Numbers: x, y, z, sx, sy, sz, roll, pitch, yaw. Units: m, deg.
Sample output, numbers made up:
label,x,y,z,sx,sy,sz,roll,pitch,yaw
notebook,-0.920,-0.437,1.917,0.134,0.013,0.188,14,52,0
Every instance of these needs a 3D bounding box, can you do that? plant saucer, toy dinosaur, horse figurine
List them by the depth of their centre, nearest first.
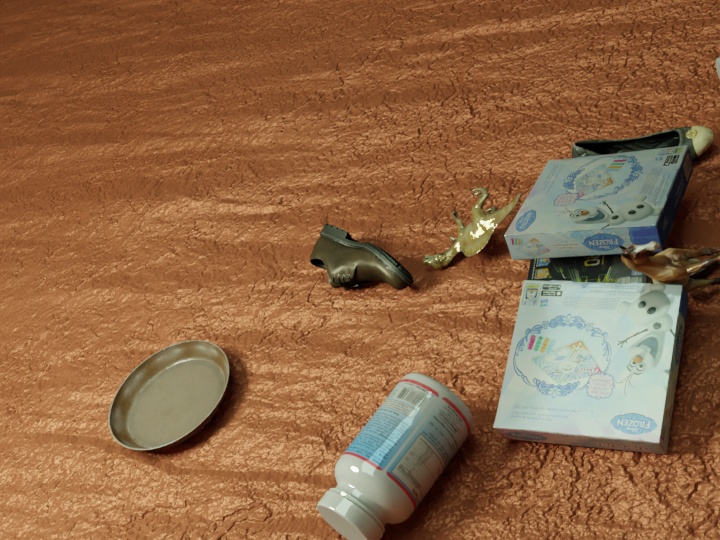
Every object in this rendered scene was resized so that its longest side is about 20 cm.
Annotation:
label,x,y,z,sx,sy,sz,roll,pitch,yaw
horse figurine,0.392,-0.005,1.344,0.132,0.200,0.050,-13,77,19
toy dinosaur,0.176,-0.066,1.602,0.200,0.058,0.101,-38,28,35
plant saucer,-0.275,0.188,1.641,0.200,0.032,0.200,-17,40,15

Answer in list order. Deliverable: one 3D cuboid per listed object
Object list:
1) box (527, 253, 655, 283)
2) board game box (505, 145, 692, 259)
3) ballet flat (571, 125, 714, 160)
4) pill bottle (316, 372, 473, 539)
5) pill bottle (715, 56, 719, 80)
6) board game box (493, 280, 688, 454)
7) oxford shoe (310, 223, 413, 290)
label,x,y,z,sx,sy,sz,roll,pitch,yaw
box,0.302,0.005,1.467,0.161,0.049,0.200,-5,45,24
board game box,0.315,-0.089,1.468,0.199,0.043,0.200,-2,33,31
ballet flat,0.399,-0.171,1.590,0.200,0.057,0.067,-11,43,22
pill bottle,0.040,0.228,1.339,0.109,0.109,0.200,18,58,43
pill bottle,0.605,-0.303,1.563,0.200,0.111,0.111,-22,39,10
board game box,0.275,0.110,1.332,0.200,0.043,0.199,2,62,29
oxford shoe,0.000,0.000,1.657,0.200,0.073,0.085,23,78,47
